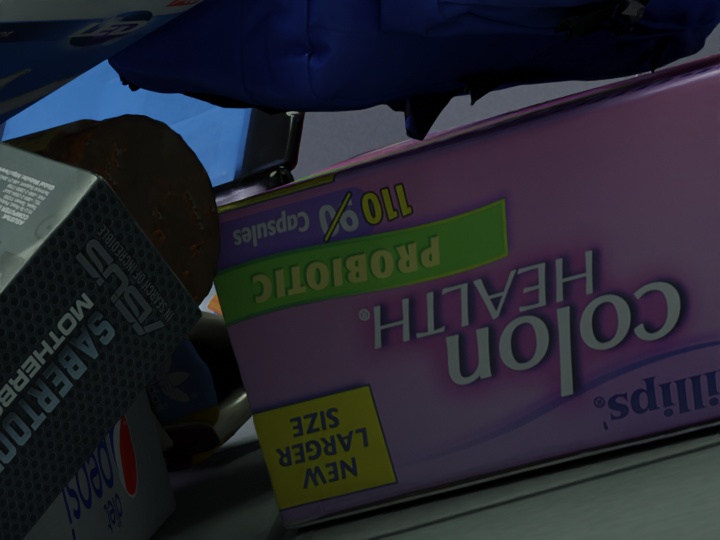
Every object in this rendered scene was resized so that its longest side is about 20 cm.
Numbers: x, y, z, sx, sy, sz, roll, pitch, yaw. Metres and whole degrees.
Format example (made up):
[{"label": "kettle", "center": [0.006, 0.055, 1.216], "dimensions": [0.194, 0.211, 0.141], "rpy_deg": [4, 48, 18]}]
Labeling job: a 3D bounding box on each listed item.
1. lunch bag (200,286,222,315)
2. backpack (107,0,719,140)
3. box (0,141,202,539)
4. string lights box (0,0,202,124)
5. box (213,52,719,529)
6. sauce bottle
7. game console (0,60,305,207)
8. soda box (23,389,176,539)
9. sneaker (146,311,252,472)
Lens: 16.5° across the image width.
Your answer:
[{"label": "lunch bag", "center": [0.000, 0.000, 1.139], "dimensions": [0.199, 0.077, 0.160], "rpy_deg": [-15, 3, 18]}, {"label": "backpack", "center": [0.038, -0.122, 0.760], "dimensions": [0.167, 0.163, 0.200], "rpy_deg": [16, 16, 40]}, {"label": "box", "center": [-0.153, 0.031, 0.569], "dimensions": [0.200, 0.051, 0.158], "rpy_deg": [17, 60, 45]}, {"label": "string lights box", "center": [-0.137, -0.071, 0.712], "dimensions": [0.200, 0.059, 0.103], "rpy_deg": [-26, -10, 37]}, {"label": "box", "center": [0.068, -0.005, 0.785], "dimensions": [0.175, 0.097, 0.200], "rpy_deg": [-15, 5, 16]}, {"label": "sauce bottle", "center": [-0.133, 0.002, 0.733], "dimensions": [0.199, 0.066, 0.066], "rpy_deg": [-10, 7, 38]}, {"label": "game console", "center": [-0.121, -0.041, 0.875], "dimensions": [0.199, 0.119, 0.172], "rpy_deg": [-17, -4, 41]}, {"label": "soda box", "center": [-0.106, 0.064, 0.729], "dimensions": [0.063, 0.069, 0.200], "rpy_deg": [-14, 5, 6]}, {"label": "sneaker", "center": [-0.104, 0.049, 0.883], "dimensions": [0.090, 0.075, 0.200], "rpy_deg": [-20, 2, 32]}]
